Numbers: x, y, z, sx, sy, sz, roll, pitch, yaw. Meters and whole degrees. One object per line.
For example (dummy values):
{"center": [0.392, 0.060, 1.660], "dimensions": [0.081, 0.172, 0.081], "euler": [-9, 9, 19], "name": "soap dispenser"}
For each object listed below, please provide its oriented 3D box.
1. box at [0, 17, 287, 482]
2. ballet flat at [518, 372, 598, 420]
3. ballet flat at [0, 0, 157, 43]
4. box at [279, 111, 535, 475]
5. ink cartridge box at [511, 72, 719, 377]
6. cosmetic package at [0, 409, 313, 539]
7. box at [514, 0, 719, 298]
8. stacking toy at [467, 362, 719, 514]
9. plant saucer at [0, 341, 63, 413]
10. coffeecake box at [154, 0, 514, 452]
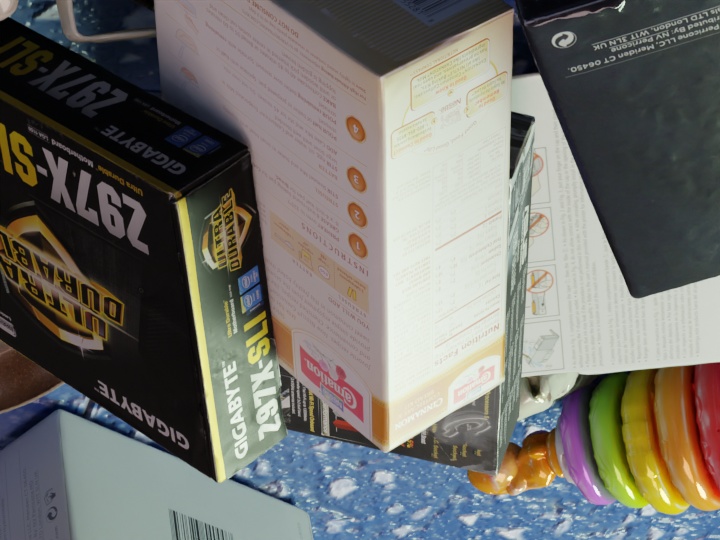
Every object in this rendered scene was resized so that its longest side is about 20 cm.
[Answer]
{"center": [-0.122, -0.017, 1.237], "dimensions": [0.049, 0.200, 0.160], "euler": [-33, 136, -32], "name": "box"}
{"center": [0.063, 0.043, 1.484], "dimensions": [0.200, 0.068, 0.068], "euler": [23, 132, -37], "name": "ballet flat"}
{"center": [-0.131, -0.134, 1.188], "dimensions": [0.200, 0.067, 0.068], "euler": [11, 176, -24], "name": "ballet flat"}
{"center": [0.000, 0.000, 1.347], "dimensions": [0.157, 0.050, 0.200], "euler": [11, 134, 13], "name": "box"}
{"center": [0.103, -0.032, 1.378], "dimensions": [0.173, 0.044, 0.200], "euler": [-5, 130, 3], "name": "ink cartridge box"}
{"center": [-0.158, 0.201, 1.601], "dimensions": [0.200, 0.123, 0.199], "euler": [-35, 137, 29], "name": "cosmetic package"}
{"center": [0.125, -0.130, 1.152], "dimensions": [0.123, 0.200, 0.198], "euler": [-17, 143, 9], "name": "box"}
{"center": [0.151, 0.096, 1.565], "dimensions": [0.200, 0.110, 0.116], "euler": [-12, 166, 24], "name": "stacking toy"}
{"center": [-0.223, 0.012, 1.408], "dimensions": [0.200, 0.032, 0.200], "euler": [-6, 144, -4], "name": "plant saucer"}
{"center": [-0.012, -0.049, 1.174], "dimensions": [0.073, 0.153, 0.200], "euler": [-29, 138, -28], "name": "coffeecake box"}
